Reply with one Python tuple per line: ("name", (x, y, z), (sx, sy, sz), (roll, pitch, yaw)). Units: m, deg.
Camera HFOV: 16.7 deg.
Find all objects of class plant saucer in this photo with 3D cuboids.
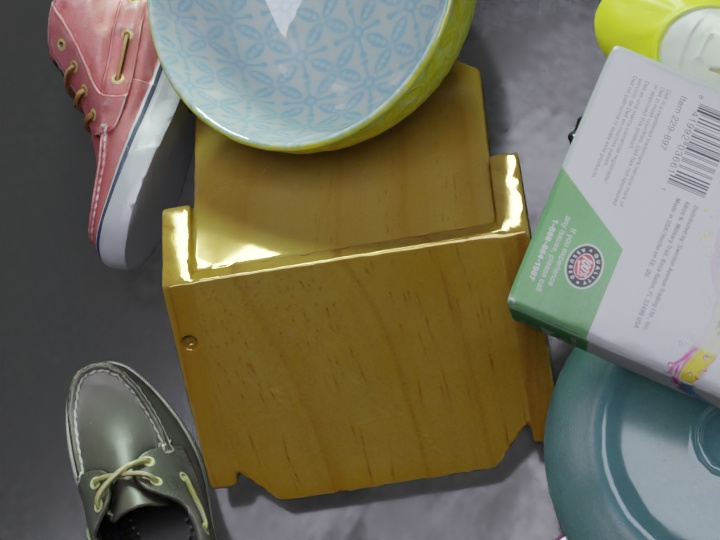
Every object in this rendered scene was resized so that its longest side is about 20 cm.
("plant saucer", (0.196, 0.091, 1.298), (0.198, 0.036, 0.202), (-1, 75, 5))

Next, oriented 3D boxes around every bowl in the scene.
("bowl", (-0.010, -0.156, 1.372), (0.199, 0.108, 0.202), (-5, 79, 28))

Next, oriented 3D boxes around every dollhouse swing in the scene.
("dollhouse swing", (0.000, 0.000, 1.397), (0.198, 0.176, 0.183), (-10, 115, 4))

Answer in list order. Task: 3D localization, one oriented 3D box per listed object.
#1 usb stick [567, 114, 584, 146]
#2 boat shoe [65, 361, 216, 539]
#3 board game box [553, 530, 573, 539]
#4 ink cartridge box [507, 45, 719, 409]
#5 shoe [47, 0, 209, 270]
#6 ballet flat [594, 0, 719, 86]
("usb stick", (0.216, -0.101, 1.398), (0.199, 0.033, 0.056), (-25, 83, 0))
("boat shoe", (-0.117, 0.137, 1.360), (0.072, 0.060, 0.203), (-22, 73, 1))
("board game box", (0.190, 0.177, 1.320), (0.199, 0.040, 0.153), (-34, 73, -3))
("ink cartridge box", (0.193, -0.005, 1.251), (0.199, 0.088, 0.146), (22, 85, 8))
("shoe", (-0.142, -0.099, 1.427), (0.090, 0.072, 0.201), (12, 71, 12))
("ballet flat", (0.218, -0.100, 1.297), (0.199, 0.067, 0.067), (27, 94, 1))
